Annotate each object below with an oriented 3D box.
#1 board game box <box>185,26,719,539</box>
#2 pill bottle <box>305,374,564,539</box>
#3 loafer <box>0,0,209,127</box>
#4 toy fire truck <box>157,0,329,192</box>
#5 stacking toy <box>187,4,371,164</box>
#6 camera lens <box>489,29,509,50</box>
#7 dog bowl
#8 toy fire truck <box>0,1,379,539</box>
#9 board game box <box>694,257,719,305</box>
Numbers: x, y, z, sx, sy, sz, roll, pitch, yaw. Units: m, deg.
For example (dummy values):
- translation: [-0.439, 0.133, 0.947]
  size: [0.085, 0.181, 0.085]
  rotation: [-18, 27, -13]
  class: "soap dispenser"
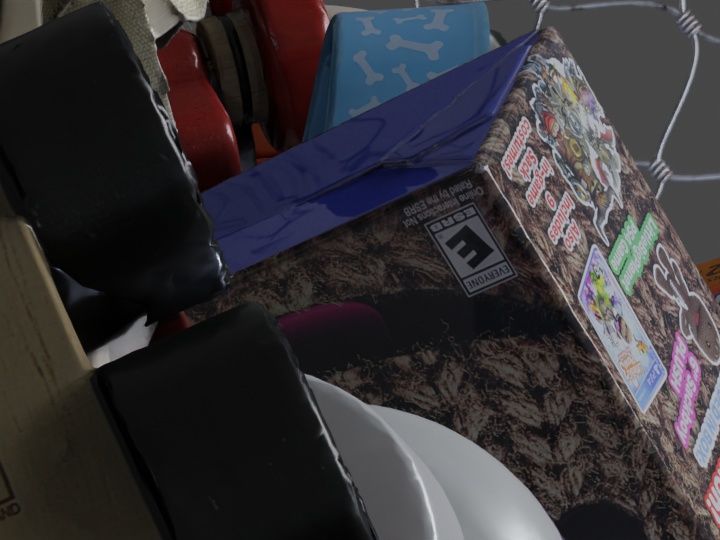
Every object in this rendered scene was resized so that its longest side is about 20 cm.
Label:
- translation: [0.030, 0.059, 0.861]
  size: [0.200, 0.159, 0.097]
  rotation: [57, 28, -16]
  class: "board game box"
- translation: [0.002, 0.094, 0.621]
  size: [0.113, 0.112, 0.200]
  rotation: [60, 2, 29]
  class: "pill bottle"
- translation: [-0.079, -0.087, 0.841]
  size: [0.076, 0.068, 0.201]
  rotation: [162, -71, -72]
  class: "loafer"
- translation: [-0.072, -0.038, 1.086]
  size: [0.200, 0.112, 0.169]
  rotation: [-123, -159, -57]
  class: "toy fire truck"
- translation: [-0.021, 0.004, 1.196]
  size: [0.146, 0.145, 0.201]
  rotation: [55, 36, -62]
  class: "stacking toy"
- translation: [0.023, -0.004, 1.360]
  size: [0.160, 0.199, 0.160]
  rotation: [58, 2, -4]
  class: "camera lens"
- translation: [0.000, 0.000, 0.963]
  size: [0.112, 0.049, 0.201]
  rotation: [-88, -173, -48]
  class: "dog bowl"
- translation: [-0.020, 0.081, 0.439]
  size: [0.200, 0.128, 0.176]
  rotation: [74, -11, -48]
  class: "toy fire truck"
- translation: [0.150, 0.122, 1.035]
  size: [0.200, 0.199, 0.200]
  rotation: [62, 28, -18]
  class: "board game box"
